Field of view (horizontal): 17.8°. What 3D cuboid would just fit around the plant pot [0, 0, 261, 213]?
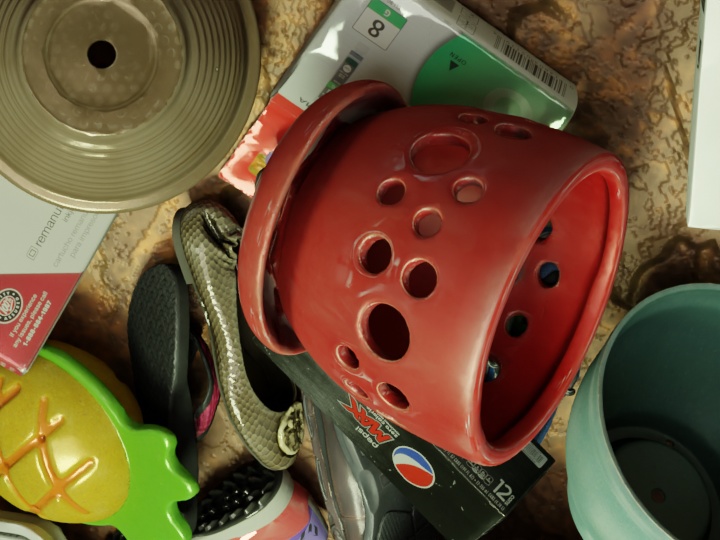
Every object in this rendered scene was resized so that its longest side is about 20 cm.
[{"bbox_3d":[-0.159,-0.134,1.414,0.200,0.093,0.201,0,95,-4],"label":"plant pot"}]

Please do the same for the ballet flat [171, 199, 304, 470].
[{"bbox_3d":[-0.074,0.044,1.551,0.046,0.067,0.200,-11,108,21],"label":"ballet flat"}]

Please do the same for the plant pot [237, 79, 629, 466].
[{"bbox_3d":[0.040,-0.006,1.377,0.182,0.200,0.201,22,121,25],"label":"plant pot"}]

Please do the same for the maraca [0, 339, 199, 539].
[{"bbox_3d":[-0.193,0.120,1.572,0.200,0.107,0.137,28,133,22],"label":"maraca"}]

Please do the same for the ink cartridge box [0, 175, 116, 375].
[{"bbox_3d":[-0.270,-0.042,1.495,0.200,0.083,0.147,29,83,-6],"label":"ink cartridge box"}]

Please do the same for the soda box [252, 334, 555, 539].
[{"bbox_3d":[0.027,0.084,1.498,0.200,0.063,0.071,46,143,3],"label":"soda box"}]

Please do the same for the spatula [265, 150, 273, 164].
[{"bbox_3d":[0.000,0.000,1.526,0.056,0.021,0.200,-9,127,33],"label":"spatula"}]

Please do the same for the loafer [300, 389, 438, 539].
[{"bbox_3d":[0.005,0.152,1.598,0.063,0.072,0.200,13,123,45],"label":"loafer"}]

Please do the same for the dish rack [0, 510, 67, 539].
[{"bbox_3d":[-0.269,0.238,1.668,0.200,0.044,0.172,3,119,34],"label":"dish rack"}]

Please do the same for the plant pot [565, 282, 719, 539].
[{"bbox_3d":[0.213,0.128,1.482,0.200,0.201,0.134,30,144,-6],"label":"plant pot"}]

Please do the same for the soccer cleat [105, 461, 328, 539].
[{"bbox_3d":[-0.116,0.205,1.642,0.200,0.068,0.073,-29,123,24],"label":"soccer cleat"}]

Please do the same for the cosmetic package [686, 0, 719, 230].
[{"bbox_3d":[0.229,-0.131,1.393,0.051,0.083,0.200,6,117,10],"label":"cosmetic package"}]

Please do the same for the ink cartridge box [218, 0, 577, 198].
[{"bbox_3d":[0.019,-0.083,1.477,0.161,0.050,0.200,34,116,-7],"label":"ink cartridge box"}]

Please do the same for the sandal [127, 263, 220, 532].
[{"bbox_3d":[-0.124,0.086,1.582,0.045,0.075,0.200,-12,112,-27],"label":"sandal"}]

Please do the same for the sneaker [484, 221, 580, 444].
[{"bbox_3d":[0.103,0.064,1.512,0.078,0.089,0.200,17,120,2],"label":"sneaker"}]
